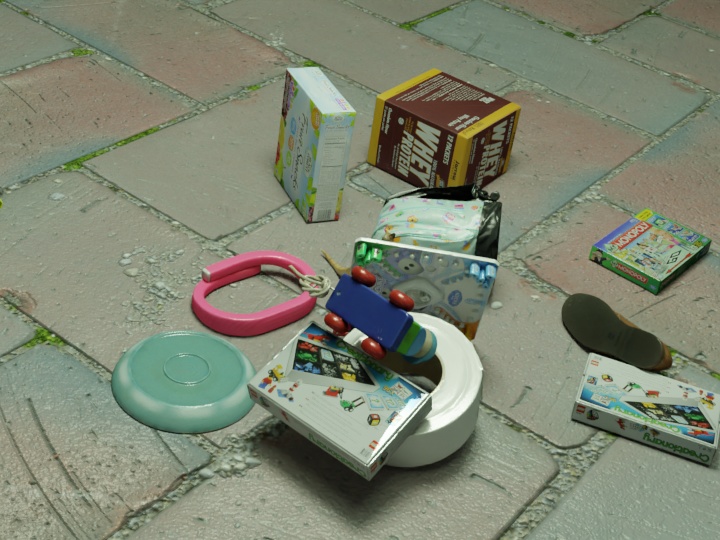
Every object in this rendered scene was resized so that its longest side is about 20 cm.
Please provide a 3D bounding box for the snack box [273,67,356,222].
[{"bbox_3d":[-0.079,-0.211,1.973,0.067,0.203,0.169,-7,37,-24],"label":"snack box"}]

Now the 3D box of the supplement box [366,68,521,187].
[{"bbox_3d":[0.151,-0.246,2.147,0.198,0.135,0.196,28,37,26],"label":"supplement box"}]

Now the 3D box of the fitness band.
[{"bbox_3d":[-0.154,0.031,1.746,0.198,0.038,0.143,-21,45,-37],"label":"fitness band"}]

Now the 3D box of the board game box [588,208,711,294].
[{"bbox_3d":[0.496,-0.036,2.022,0.134,0.030,0.199,31,39,27],"label":"board game box"}]

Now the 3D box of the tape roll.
[{"bbox_3d":[0.060,0.152,1.543,0.198,0.072,0.205,-2,46,2],"label":"tape roll"}]

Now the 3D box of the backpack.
[{"bbox_3d":[0.114,-0.044,1.826,0.196,0.169,0.127,7,38,7],"label":"backpack"}]

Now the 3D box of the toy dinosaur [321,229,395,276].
[{"bbox_3d":[0.000,0.000,1.791,0.060,0.199,0.108,30,60,-24],"label":"toy dinosaur"}]

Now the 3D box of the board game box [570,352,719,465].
[{"bbox_3d":[0.402,0.190,1.656,0.197,0.035,0.127,18,34,12],"label":"board game box"}]

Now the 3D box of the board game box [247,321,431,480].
[{"bbox_3d":[-0.026,0.156,1.463,0.198,0.035,0.126,30,58,29],"label":"board game box"}]

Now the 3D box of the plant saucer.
[{"bbox_3d":[-0.231,0.139,1.575,0.196,0.028,0.201,6,33,-4],"label":"plant saucer"}]

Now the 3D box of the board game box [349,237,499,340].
[{"bbox_3d":[0.079,0.037,1.658,0.196,0.201,0.026,9,55,-1],"label":"board game box"}]

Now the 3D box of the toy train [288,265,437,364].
[{"bbox_3d":[0.005,0.050,1.523,0.199,0.085,0.115,31,-1,38],"label":"toy train"}]

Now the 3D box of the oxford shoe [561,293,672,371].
[{"bbox_3d":[0.382,0.099,1.776,0.071,0.072,0.199,26,8,-46],"label":"oxford shoe"}]

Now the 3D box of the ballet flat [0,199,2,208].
[{"bbox_3d":[-0.582,-0.063,1.752,0.066,0.067,0.201,21,32,-7],"label":"ballet flat"}]

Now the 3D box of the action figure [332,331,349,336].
[{"bbox_3d":[0.058,0.107,1.677,0.196,0.052,0.066,10,41,-5],"label":"action figure"}]
